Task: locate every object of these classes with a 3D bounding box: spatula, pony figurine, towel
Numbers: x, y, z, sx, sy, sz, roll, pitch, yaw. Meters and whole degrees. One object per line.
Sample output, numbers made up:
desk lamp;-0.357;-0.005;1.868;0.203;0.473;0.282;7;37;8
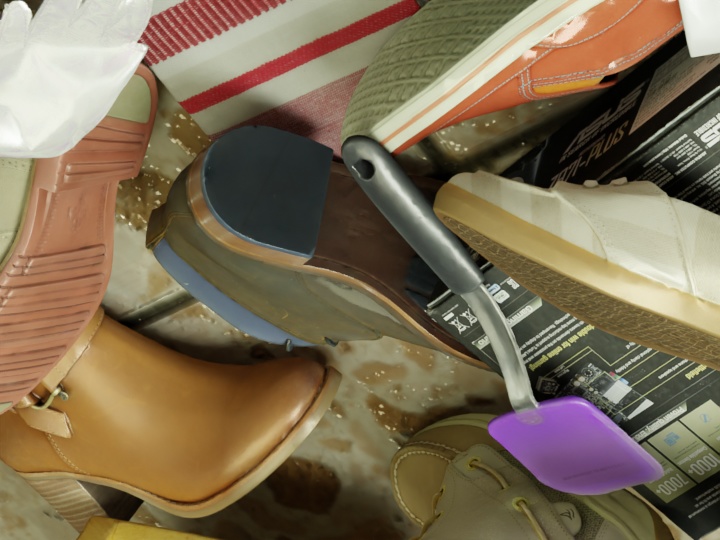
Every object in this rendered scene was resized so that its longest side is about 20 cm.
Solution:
spatula;0.051;0.022;1.148;0.056;0.021;0.200;-19;115;38
pony figurine;-0.200;-0.072;1.184;0.166;0.200;0.193;0;129;-36
towel;-0.052;-0.130;1.184;0.144;0.023;0.200;-21;117;38

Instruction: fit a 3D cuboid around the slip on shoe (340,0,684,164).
slip on shoe;0.075;-0.092;1.111;0.200;0.074;0.061;-30;120;24

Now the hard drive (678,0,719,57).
hard drive;0.206;-0.151;1.003;0.199;0.027;0.132;-9;127;12

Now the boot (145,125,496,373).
boot;0.000;0.000;1.250;0.200;0.075;0.097;27;155;-20

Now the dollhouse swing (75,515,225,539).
dollhouse swing;-0.054;0.230;1.330;0.199;0.176;0.182;9;150;17

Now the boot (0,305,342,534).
boot;-0.117;0.042;1.344;0.200;0.077;0.155;-19;116;45

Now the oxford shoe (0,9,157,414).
oxford shoe;-0.155;-0.023;1.275;0.074;0.071;0.200;38;115;31

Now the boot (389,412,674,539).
boot;0.029;0.134;1.248;0.200;0.154;0.072;22;132;57

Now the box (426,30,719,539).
box;0.155;-0.004;1.154;0.164;0.086;0.200;40;134;-12

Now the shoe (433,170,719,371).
shoe;0.125;0.001;1.081;0.199;0.054;0.070;24;168;9
